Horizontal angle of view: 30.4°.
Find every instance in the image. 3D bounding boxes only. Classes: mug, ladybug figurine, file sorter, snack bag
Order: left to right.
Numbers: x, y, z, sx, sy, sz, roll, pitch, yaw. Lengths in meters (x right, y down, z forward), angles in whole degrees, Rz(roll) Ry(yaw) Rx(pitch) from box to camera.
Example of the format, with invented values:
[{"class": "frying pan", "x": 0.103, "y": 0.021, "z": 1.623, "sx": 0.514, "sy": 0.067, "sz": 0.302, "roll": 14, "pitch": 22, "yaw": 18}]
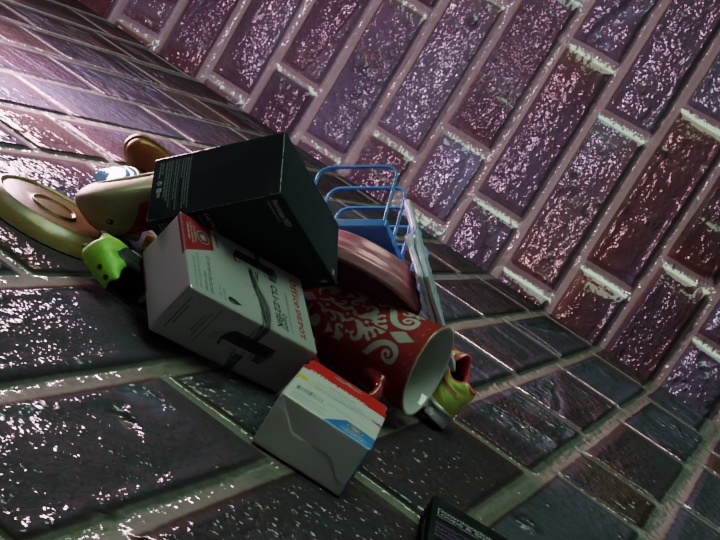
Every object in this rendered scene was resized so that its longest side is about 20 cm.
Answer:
[{"class": "ladybug figurine", "x": -0.288, "y": -0.091, "z": 1.774, "sx": 0.136, "sy": 0.072, "sz": 0.200, "roll": 0, "pitch": 11, "yaw": 42}, {"class": "mug", "x": 0.001, "y": 0.096, "z": 1.800, "sx": 0.200, "sy": 0.134, "sz": 0.177, "roll": 27, "pitch": 14, "yaw": 23}, {"class": "file sorter", "x": 0.012, "y": -0.048, "z": 1.976, "sx": 0.138, "sy": 0.123, "sz": 0.200, "roll": 1, "pitch": -37, "yaw": 22}, {"class": "snack bag", "x": 0.094, "y": 0.017, "z": 1.903, "sx": 0.200, "sy": 0.021, "sz": 0.189, "roll": -100, "pitch": 173, "yaw": -51}]

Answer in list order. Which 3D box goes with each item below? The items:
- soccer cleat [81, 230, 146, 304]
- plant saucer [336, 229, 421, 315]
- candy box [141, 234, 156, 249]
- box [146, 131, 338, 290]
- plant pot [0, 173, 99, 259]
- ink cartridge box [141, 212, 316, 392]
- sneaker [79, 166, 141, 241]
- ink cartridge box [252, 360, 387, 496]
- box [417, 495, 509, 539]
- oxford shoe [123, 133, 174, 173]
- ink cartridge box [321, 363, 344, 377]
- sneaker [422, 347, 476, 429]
[{"class": "soccer cleat", "x": -0.274, "y": 0.009, "z": 1.664, "sx": 0.081, "sy": 0.067, "sz": 0.200, "roll": 61, "pitch": 18, "yaw": 22}, {"class": "plant saucer", "x": 0.000, "y": 0.000, "z": 1.851, "sx": 0.200, "sy": 0.051, "sz": 0.201, "roll": 25, "pitch": -14, "yaw": 7}, {"class": "candy box", "x": -0.221, "y": 0.000, "z": 1.943, "sx": 0.102, "sy": 0.026, "sz": 0.200, "roll": 35, "pitch": 10, "yaw": 35}, {"class": "box", "x": -0.145, "y": -0.060, "z": 1.699, "sx": 0.200, "sy": 0.182, "sz": 0.104, "roll": 61, "pitch": 25, "yaw": -49}, {"class": "plant pot", "x": -0.408, "y": -0.075, "z": 1.744, "sx": 0.200, "sy": 0.028, "sz": 0.200, "roll": 30, "pitch": 9, "yaw": -6}, {"class": "ink cartridge box", "x": -0.159, "y": 0.041, "z": 1.616, "sx": 0.200, "sy": 0.084, "sz": 0.144, "roll": 31, "pitch": 27, "yaw": -34}, {"class": "sneaker", "x": -0.364, "y": -0.113, "z": 1.920, "sx": 0.090, "sy": 0.079, "sz": 0.200, "roll": 19, "pitch": 12, "yaw": -27}, {"class": "ink cartridge box", "x": -0.041, "y": 0.173, "z": 1.513, "sx": 0.116, "sy": 0.067, "sz": 0.200, "roll": 33, "pitch": 10, "yaw": 3}, {"class": "box", "x": 0.126, "y": 0.316, "z": 1.410, "sx": 0.143, "sy": 0.036, "sz": 0.200, "roll": 32, "pitch": 9, "yaw": 0}, {"class": "oxford shoe", "x": -0.291, "y": -0.117, "z": 2.001, "sx": 0.200, "sy": 0.071, "sz": 0.071, "roll": 57, "pitch": 6, "yaw": -17}, {"class": "ink cartridge box", "x": -0.039, "y": 0.097, "z": 1.970, "sx": 0.198, "sy": 0.043, "sz": 0.200, "roll": 39, "pitch": 13, "yaw": 31}, {"class": "sneaker", "x": 0.123, "y": 0.140, "z": 1.957, "sx": 0.078, "sy": 0.090, "sz": 0.200, "roll": 39, "pitch": 22, "yaw": -40}]
